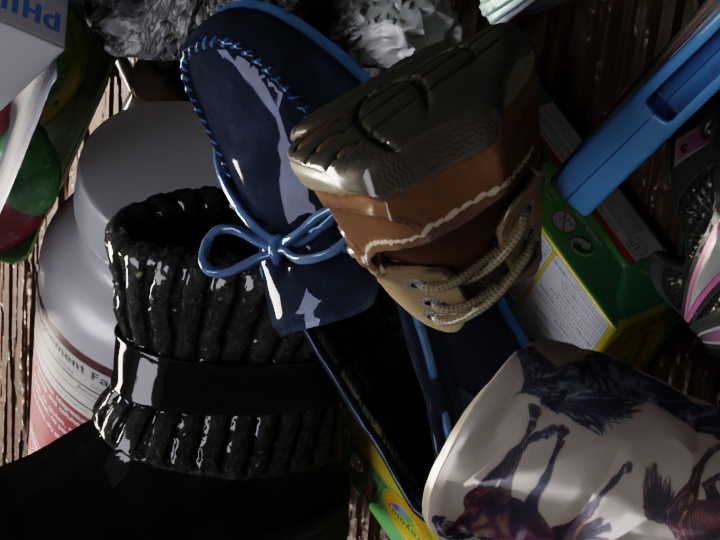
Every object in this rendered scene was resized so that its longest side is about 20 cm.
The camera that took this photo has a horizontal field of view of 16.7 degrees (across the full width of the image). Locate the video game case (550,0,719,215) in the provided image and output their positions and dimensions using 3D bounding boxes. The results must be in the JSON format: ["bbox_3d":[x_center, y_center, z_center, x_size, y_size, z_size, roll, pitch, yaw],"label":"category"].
[{"bbox_3d":[0.138,-0.104,0.666,0.018,0.143,0.200,43,143,-1],"label":"video game case"}]

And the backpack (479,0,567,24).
[{"bbox_3d":[0.053,-0.160,0.701,0.176,0.199,0.154,-28,87,55],"label":"backpack"}]

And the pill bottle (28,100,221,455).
[{"bbox_3d":[-0.084,0.028,1.054,0.113,0.113,0.201,48,146,29],"label":"pill bottle"}]

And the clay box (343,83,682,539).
[{"bbox_3d":[0.043,0.028,0.948,0.115,0.047,0.200,55,145,20],"label":"clay box"}]

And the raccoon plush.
[{"bbox_3d":[-0.029,-0.149,0.905,0.199,0.096,0.135,7,105,40],"label":"raccoon plush"}]

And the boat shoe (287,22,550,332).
[{"bbox_3d":[0.027,-0.024,0.714,0.074,0.075,0.200,61,-178,-6],"label":"boat shoe"}]

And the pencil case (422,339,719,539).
[{"bbox_3d":[0.116,0.096,0.796,0.199,0.078,0.090,28,118,17],"label":"pencil case"}]

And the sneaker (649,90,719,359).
[{"bbox_3d":[0.134,-0.038,0.746,0.086,0.080,0.201,39,135,24],"label":"sneaker"}]

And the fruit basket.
[{"bbox_3d":[-0.156,-0.047,1.046,0.186,0.093,0.200,-63,23,23],"label":"fruit basket"}]

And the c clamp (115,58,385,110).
[{"bbox_3d":[-0.059,-0.099,1.046,0.172,0.027,0.200,63,146,12],"label":"c clamp"}]

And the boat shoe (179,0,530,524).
[{"bbox_3d":[0.000,0.000,0.846,0.200,0.069,0.084,53,145,-9],"label":"boat shoe"}]

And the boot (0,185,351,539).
[{"bbox_3d":[-0.093,0.054,0.934,0.080,0.210,0.159,53,151,42],"label":"boot"}]

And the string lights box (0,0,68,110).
[{"bbox_3d":[-0.160,-0.155,0.970,0.103,0.059,0.201,-34,45,44],"label":"string lights box"}]
